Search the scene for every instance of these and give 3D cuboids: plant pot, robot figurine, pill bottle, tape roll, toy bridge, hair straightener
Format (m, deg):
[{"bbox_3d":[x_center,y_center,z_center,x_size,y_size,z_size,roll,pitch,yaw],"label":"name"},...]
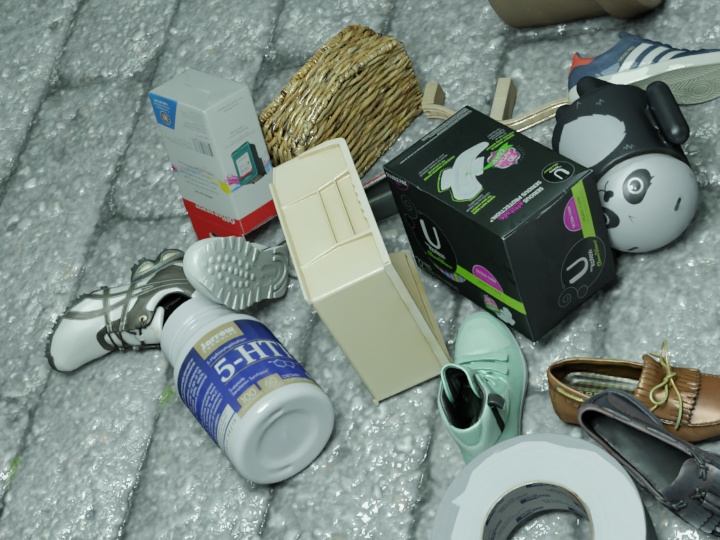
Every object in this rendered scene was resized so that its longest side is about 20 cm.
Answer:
[{"bbox_3d":[0.233,-0.367,1.857,0.174,0.200,0.202,-19,46,32],"label":"plant pot"},{"bbox_3d":[0.270,-0.112,1.660,0.124,0.151,0.201,-16,51,-3],"label":"robot figurine"},{"bbox_3d":[-0.125,0.116,1.669,0.119,0.120,0.200,-39,48,-8],"label":"pill bottle"},{"bbox_3d":[0.166,0.252,1.451,0.198,0.066,0.202,-10,58,17],"label":"tape roll"},{"bbox_3d":[0.164,-0.187,1.837,0.198,0.027,0.068,0,57,25],"label":"toy bridge"},{"bbox_3d":[-0.023,-0.047,1.800,0.199,0.041,0.077,-25,43,5],"label":"hair straightener"}]

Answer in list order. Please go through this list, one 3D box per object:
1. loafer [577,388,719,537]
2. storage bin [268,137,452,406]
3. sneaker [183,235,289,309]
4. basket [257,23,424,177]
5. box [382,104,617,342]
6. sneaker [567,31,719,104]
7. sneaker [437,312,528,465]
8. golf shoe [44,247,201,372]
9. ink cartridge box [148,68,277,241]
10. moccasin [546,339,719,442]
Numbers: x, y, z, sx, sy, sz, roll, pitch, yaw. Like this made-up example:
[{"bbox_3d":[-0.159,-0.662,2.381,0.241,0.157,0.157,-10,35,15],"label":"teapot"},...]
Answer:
[{"bbox_3d":[0.276,0.181,1.441,0.200,0.063,0.072,37,109,24],"label":"loafer"},{"bbox_3d":[0.000,0.000,1.650,0.093,0.200,0.199,-25,48,7],"label":"storage bin"},{"bbox_3d":[-0.148,-0.001,1.720,0.080,0.200,0.077,10,89,22],"label":"sneaker"},{"bbox_3d":[-0.049,-0.197,1.864,0.149,0.143,0.200,30,70,38],"label":"basket"},{"bbox_3d":[0.143,-0.050,1.637,0.124,0.149,0.200,-36,41,-17],"label":"box"},{"bbox_3d":[0.323,-0.228,1.756,0.198,0.075,0.085,-8,57,11],"label":"sneaker"},{"bbox_3d":[0.117,0.099,1.572,0.073,0.118,0.202,-15,48,15],"label":"sneaker"},{"bbox_3d":[-0.264,0.058,1.808,0.199,0.078,0.095,-37,48,-5],"label":"golf shoe"},{"bbox_3d":[-0.158,-0.118,1.823,0.067,0.201,0.116,-34,36,-28],"label":"ink cartridge box"},{"bbox_3d":[0.274,0.112,1.516,0.200,0.078,0.074,9,55,30],"label":"moccasin"}]
